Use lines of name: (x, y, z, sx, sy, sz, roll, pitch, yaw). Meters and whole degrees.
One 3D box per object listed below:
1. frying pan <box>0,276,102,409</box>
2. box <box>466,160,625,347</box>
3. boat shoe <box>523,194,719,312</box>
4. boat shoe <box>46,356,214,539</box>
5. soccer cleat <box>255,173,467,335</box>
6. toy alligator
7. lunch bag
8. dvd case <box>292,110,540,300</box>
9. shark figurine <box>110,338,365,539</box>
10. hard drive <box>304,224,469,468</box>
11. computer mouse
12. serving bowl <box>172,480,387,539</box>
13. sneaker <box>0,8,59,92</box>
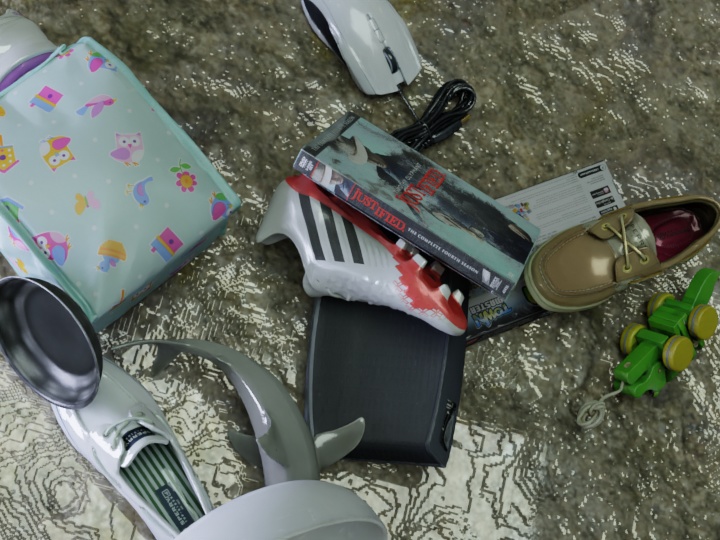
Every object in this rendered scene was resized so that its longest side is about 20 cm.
frying pan: (-0.264, 0.056, 1.078, 0.031, 0.188, 0.116, -39, 113, -43)
box: (0.149, -0.014, 1.223, 0.198, 0.035, 0.111, -19, 77, -18)
boat shoe: (0.226, -0.024, 1.180, 0.198, 0.066, 0.075, -23, 78, -29)
boat shoe: (-0.171, 0.137, 1.085, 0.073, 0.067, 0.200, -40, 84, -21)
soccer cleat: (0.000, 0.000, 1.115, 0.199, 0.069, 0.086, 40, 98, 18)
toy alligator: (0.257, 0.080, 1.208, 0.200, 0.059, 0.055, -46, 126, -22)
lunch bag: (-0.224, -0.070, 1.117, 0.170, 0.122, 0.201, -40, 89, -20)
dvd case: (0.051, -0.057, 1.140, 0.199, 0.022, 0.146, 31, 24, 5)
shark figurine: (-0.086, 0.114, 1.079, 0.128, 0.089, 0.216, -37, 88, 13)
hard drive: (0.020, 0.056, 1.146, 0.133, 0.042, 0.203, 3, 72, 12)
computer mouse: (0.016, -0.197, 1.252, 0.109, 0.044, 0.201, -33, 81, -19)
serving bowl: (-0.081, 0.214, 1.018, 0.198, 0.201, 0.066, -23, 61, -18)
sneaker: (-0.348, -0.150, 1.154, 0.199, 0.075, 0.100, -30, 61, -20)
